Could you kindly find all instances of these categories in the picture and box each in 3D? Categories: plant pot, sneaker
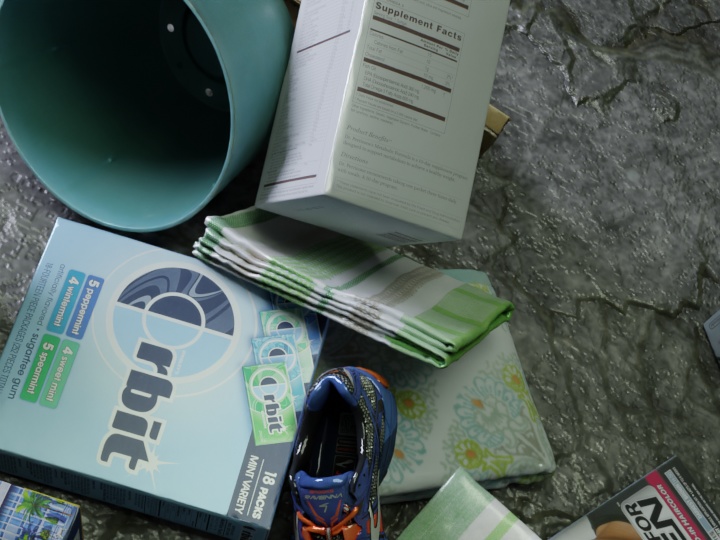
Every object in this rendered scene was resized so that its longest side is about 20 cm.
[{"bbox_3d":[-0.137,-0.149,0.989,0.200,0.201,0.161,41,35,6],"label":"plant pot"},{"bbox_3d":[-0.019,0.155,0.868,0.075,0.078,0.201,-6,72,15],"label":"sneaker"}]

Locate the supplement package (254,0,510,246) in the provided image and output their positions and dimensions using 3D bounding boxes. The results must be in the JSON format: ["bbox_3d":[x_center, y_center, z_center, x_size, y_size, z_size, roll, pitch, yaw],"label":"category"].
[{"bbox_3d":[0.018,-0.128,0.932,0.109,0.114,0.201,17,82,-27],"label":"supplement package"}]

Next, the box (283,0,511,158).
[{"bbox_3d":[0.024,-0.158,1.091,0.199,0.163,0.021,34,88,0],"label":"box"}]

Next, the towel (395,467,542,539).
[{"bbox_3d":[0.089,0.251,0.877,0.200,0.023,0.153,41,83,16],"label":"towel"}]

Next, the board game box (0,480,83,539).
[{"bbox_3d":[-0.253,0.170,0.756,0.199,0.200,0.062,16,52,4],"label":"board game box"}]

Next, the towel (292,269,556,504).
[{"bbox_3d":[0.032,0.084,1.001,0.199,0.048,0.172,-4,64,-25],"label":"towel"}]

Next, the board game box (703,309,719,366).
[{"bbox_3d":[0.367,0.092,1.075,0.064,0.148,0.201,-2,60,-25],"label":"board game box"}]

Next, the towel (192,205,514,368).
[{"bbox_3d":[0.000,0.000,0.956,0.199,0.031,0.149,24,21,17],"label":"towel"}]

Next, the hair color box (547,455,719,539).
[{"bbox_3d":[0.176,0.223,0.963,0.199,0.061,0.099,-25,72,-33],"label":"hair color box"}]

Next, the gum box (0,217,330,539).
[{"bbox_3d":[-0.134,0.072,0.906,0.199,0.045,0.171,17,61,-2],"label":"gum box"}]
